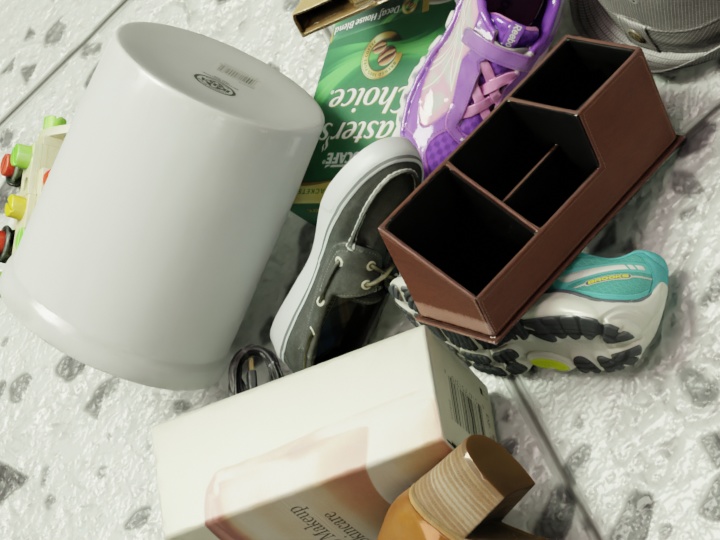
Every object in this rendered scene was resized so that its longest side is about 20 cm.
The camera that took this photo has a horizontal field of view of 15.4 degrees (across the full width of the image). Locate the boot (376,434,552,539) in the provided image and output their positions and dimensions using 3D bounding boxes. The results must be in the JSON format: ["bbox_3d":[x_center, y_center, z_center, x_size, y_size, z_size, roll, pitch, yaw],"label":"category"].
[{"bbox_3d":[0.076,0.218,1.598,0.200,0.077,0.155,49,121,18],"label":"boot"}]

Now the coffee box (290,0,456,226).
[{"bbox_3d":[0.025,-0.128,1.852,0.123,0.044,0.201,3,70,43],"label":"coffee box"}]

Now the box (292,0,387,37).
[{"bbox_3d":[0.046,-0.241,1.836,0.163,0.021,0.200,-21,24,28],"label":"box"}]

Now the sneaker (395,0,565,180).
[{"bbox_3d":[0.084,-0.135,1.750,0.088,0.080,0.201,-166,96,-77],"label":"sneaker"}]

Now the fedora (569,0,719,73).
[{"bbox_3d":[0.192,-0.224,1.721,0.177,0.090,0.200,-53,44,6],"label":"fedora"}]

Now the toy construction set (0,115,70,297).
[{"bbox_3d":[-0.223,-0.051,1.999,0.131,0.092,0.201,-28,39,60],"label":"toy construction set"}]

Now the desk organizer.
[{"bbox_3d":[0.107,-0.054,1.658,0.072,0.077,0.200,15,53,45],"label":"desk organizer"}]

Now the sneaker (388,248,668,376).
[{"bbox_3d":[0.109,0.019,1.693,0.199,0.078,0.080,3,52,37],"label":"sneaker"}]

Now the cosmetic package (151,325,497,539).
[{"bbox_3d":[-0.021,0.122,1.690,0.199,0.103,0.088,-21,56,20],"label":"cosmetic package"}]

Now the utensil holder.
[{"bbox_3d":[-0.134,-0.046,1.823,0.170,0.169,0.201,46,119,45],"label":"utensil holder"}]

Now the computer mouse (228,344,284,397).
[{"bbox_3d":[-0.071,0.146,1.790,0.058,0.034,0.201,-9,65,28],"label":"computer mouse"}]

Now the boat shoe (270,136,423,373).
[{"bbox_3d":[0.000,0.000,1.759,0.057,0.068,0.200,56,137,33],"label":"boat shoe"}]
